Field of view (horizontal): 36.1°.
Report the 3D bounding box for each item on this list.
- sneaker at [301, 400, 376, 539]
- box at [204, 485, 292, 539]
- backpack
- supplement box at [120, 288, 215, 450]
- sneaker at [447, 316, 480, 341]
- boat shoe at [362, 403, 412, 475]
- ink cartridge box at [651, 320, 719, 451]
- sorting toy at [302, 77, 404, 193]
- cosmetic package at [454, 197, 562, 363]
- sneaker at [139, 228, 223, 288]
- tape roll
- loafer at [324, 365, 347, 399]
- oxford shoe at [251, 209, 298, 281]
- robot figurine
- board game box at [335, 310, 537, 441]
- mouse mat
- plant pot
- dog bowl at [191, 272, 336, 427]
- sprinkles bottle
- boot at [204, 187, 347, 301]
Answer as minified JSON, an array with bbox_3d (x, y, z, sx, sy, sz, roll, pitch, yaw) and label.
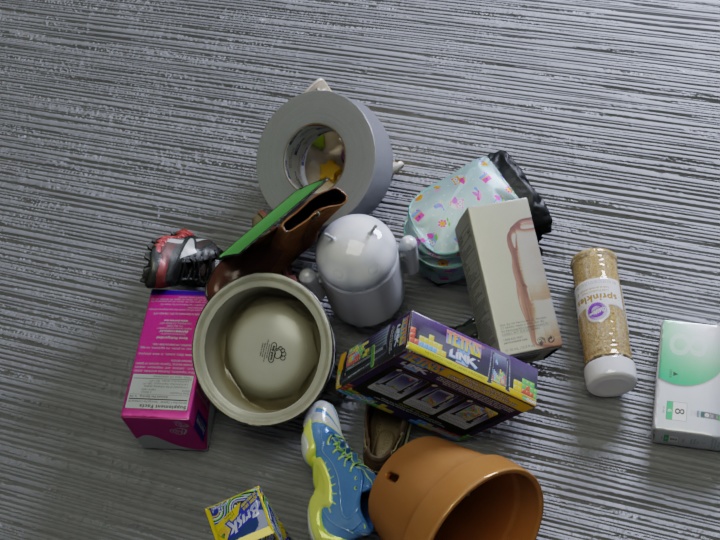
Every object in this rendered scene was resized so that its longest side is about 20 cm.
[{"bbox_3d":[-0.016,0.257,1.420,0.104,0.076,0.202,-19,63,28],"label":"sneaker"},{"bbox_3d":[-0.120,0.335,1.325,0.070,0.201,0.065,-22,57,-4],"label":"box"},{"bbox_3d":[0.156,-0.074,1.588,0.199,0.127,0.167,-29,60,-6],"label":"backpack"},{"bbox_3d":[-0.253,0.138,1.539,0.102,0.102,0.202,2,58,11],"label":"supplement box"},{"bbox_3d":[0.168,0.100,1.519,0.198,0.073,0.083,-22,83,-8],"label":"sneaker"},{"bbox_3d":[0.041,0.175,1.476,0.074,0.075,0.204,-1,57,10],"label":"boat shoe"},{"bbox_3d":[0.483,0.154,1.427,0.198,0.050,0.162,5,58,16],"label":"ink cartridge box"},{"bbox_3d":[-0.055,-0.156,1.704,0.180,0.107,0.200,-41,70,-2],"label":"sorting toy"},{"bbox_3d":[0.192,0.019,1.448,0.086,0.103,0.202,-10,77,-7],"label":"cosmetic package"},{"bbox_3d":[-0.253,-0.011,1.606,0.097,0.200,0.071,18,103,6],"label":"sneaker"},{"bbox_3d":[-0.054,-0.160,1.629,0.198,0.066,0.202,-1,87,25],"label":"tape roll"},{"bbox_3d":[-0.103,0.136,1.542,0.199,0.073,0.073,27,93,20],"label":"loafer"},{"bbox_3d":[-0.138,-0.003,1.629,0.074,0.071,0.201,-21,56,-1],"label":"oxford shoe"},{"bbox_3d":[0.000,0.000,1.522,0.168,0.201,0.114,-20,57,-4],"label":"robot figurine"},{"bbox_3d":[0.095,0.137,1.384,0.199,0.165,0.057,26,54,-24],"label":"board game box"},{"bbox_3d":[-0.122,-0.068,1.501,0.161,0.200,0.008,-41,99,-12],"label":"mouse mat"},{"bbox_3d":[0.103,0.292,1.330,0.200,0.201,0.140,-40,43,-16],"label":"plant pot"},{"bbox_3d":[-0.120,0.105,1.473,0.198,0.074,0.202,-1,84,15],"label":"dog bowl"},{"bbox_3d":[0.328,0.068,1.498,0.068,0.068,0.202,-5,56,7],"label":"sprinkles bottle"},{"bbox_3d":[-0.115,-0.026,1.485,0.187,0.200,0.069,-28,88,-22],"label":"boot"}]
